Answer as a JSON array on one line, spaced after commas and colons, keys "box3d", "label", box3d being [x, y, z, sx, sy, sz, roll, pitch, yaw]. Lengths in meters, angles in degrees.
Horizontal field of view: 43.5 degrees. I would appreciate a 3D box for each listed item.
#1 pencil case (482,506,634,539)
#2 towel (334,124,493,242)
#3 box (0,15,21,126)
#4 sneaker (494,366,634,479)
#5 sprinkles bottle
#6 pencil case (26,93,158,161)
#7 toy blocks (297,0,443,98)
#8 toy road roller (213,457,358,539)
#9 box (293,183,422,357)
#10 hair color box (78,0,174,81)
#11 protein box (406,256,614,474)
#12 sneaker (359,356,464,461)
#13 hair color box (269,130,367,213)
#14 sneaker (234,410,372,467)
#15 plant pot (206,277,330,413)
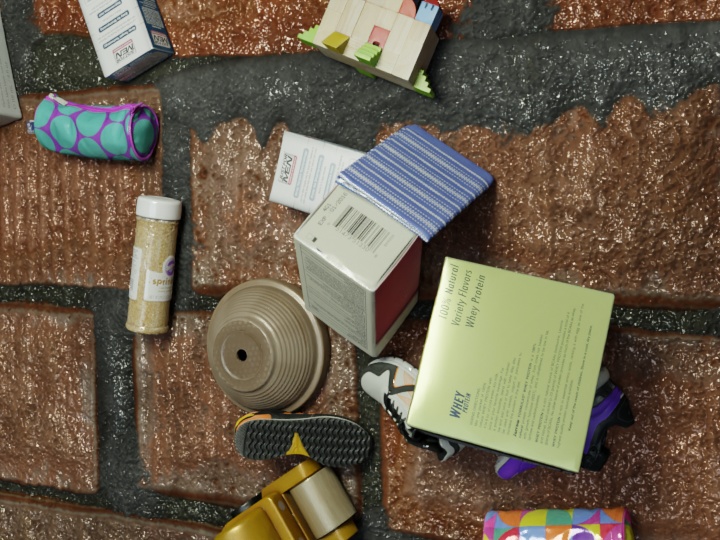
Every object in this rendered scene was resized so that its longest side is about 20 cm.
[{"box3d": [0.250, 0.346, 1.152, 0.196, 0.088, 0.091, -8, 91, 25], "label": "pencil case"}, {"box3d": [0.073, -0.114, 1.135, 0.143, 0.200, 0.024, 34, 130, 14], "label": "towel"}, {"box3d": [-0.686, -0.324, 1.472, 0.196, 0.130, 0.204, -13, 89, 23], "label": "box"}, {"box3d": [0.262, 0.221, 1.142, 0.200, 0.069, 0.100, -44, 80, 20], "label": "sneaker"}, {"box3d": [-0.315, -0.009, 1.371, 0.067, 0.068, 0.205, 11, 98, 21], "label": "sprinkles bottle"}, {"box3d": [-0.408, -0.221, 1.385, 0.196, 0.085, 0.094, 9, 125, 21], "label": "pencil case"}, {"box3d": [0.033, -0.333, 1.196, 0.197, 0.100, 0.139, 25, 92, 20], "label": "toy blocks"}, {"box3d": [-0.115, 0.368, 1.270, 0.199, 0.145, 0.124, -37, 80, 21], "label": "toy road roller"}, {"box3d": [0.000, 0.000, 1.156, 0.127, 0.201, 0.109, 34, 68, 17], "label": "box"}, {"box3d": [-0.367, -0.403, 1.368, 0.098, 0.060, 0.204, -22, 85, 23], "label": "hair color box"}, {"box3d": [0.177, 0.115, 1.061, 0.195, 0.135, 0.203, 12, 79, 14], "label": "protein box"}, {"box3d": [0.066, 0.180, 1.192, 0.198, 0.080, 0.075, 23, 136, 39], "label": "sneaker"}, {"box3d": [-0.020, -0.118, 1.242, 0.196, 0.060, 0.101, 18, 100, 20], "label": "hair color box"}, {"box3d": [-0.082, 0.228, 1.281, 0.195, 0.090, 0.072, 5, 99, -11], "label": "sneaker"}, {"box3d": [-0.150, 0.116, 1.297, 0.196, 0.092, 0.206, 2, 95, 23], "label": "plant pot"}]
